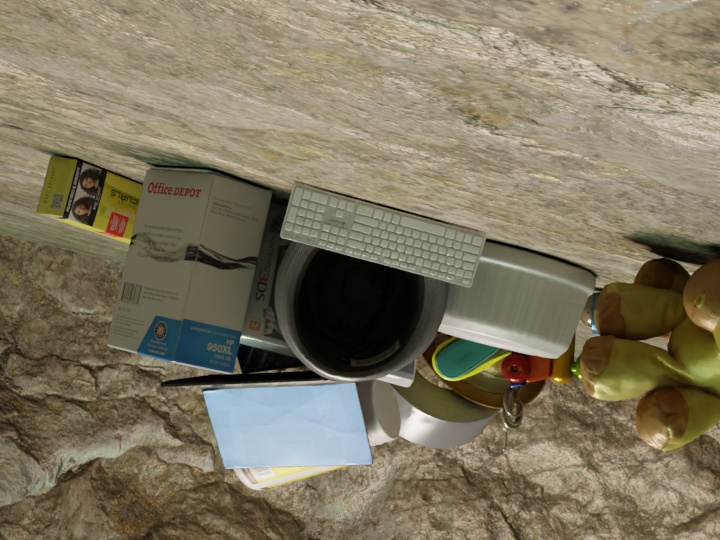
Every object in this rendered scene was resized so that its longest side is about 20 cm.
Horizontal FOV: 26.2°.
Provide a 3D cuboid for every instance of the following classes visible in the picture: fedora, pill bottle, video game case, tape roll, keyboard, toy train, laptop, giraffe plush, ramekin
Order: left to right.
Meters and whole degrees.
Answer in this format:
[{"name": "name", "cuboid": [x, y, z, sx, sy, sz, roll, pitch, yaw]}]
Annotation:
[{"name": "laptop", "cuboid": [-0.099, 0.172, 1.728, 0.185, 0.117, 0.200, -4, 178, 14]}, {"name": "pill bottle", "cuboid": [-0.056, 0.190, 1.862, 0.199, 0.110, 0.109, -18, 163, 21]}, {"name": "video game case", "cuboid": [-0.028, 0.024, 1.700, 0.198, 0.183, 0.023, 15, 144, -10]}, {"name": "fedora", "cuboid": [0.000, 0.013, 1.603, 0.175, 0.202, 0.090, 8, -159, -4]}, {"name": "keyboard", "cuboid": [0.023, -0.035, 1.531, 0.198, 0.057, 0.011, 15, -160, -6]}, {"name": "tape roll", "cuboid": [0.095, 0.128, 2.007, 0.199, 0.202, 0.066, 16, 139, -16]}, {"name": "fedora", "cuboid": [0.166, 0.078, 1.981, 0.199, 0.202, 0.082, 16, 139, -16]}, {"name": "ramekin", "cuboid": [0.148, 0.031, 1.668, 0.201, 0.095, 0.202, 14, 176, 1]}, {"name": "toy train", "cuboid": [0.227, 0.115, 1.797, 0.115, 0.202, 0.085, 4, -174, 19]}, {"name": "giraffe plush", "cuboid": [0.303, 0.056, 1.287, 0.199, 0.174, 0.162, 25, 153, -3]}]

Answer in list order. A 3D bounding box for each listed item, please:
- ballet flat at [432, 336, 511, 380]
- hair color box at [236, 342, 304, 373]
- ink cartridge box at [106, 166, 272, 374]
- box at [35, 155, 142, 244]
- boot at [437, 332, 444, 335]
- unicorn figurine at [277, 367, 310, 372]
[{"name": "ballet flat", "cuboid": [0.178, 0.073, 1.886, 0.199, 0.067, 0.067, -27, -179, 11]}, {"name": "hair color box", "cuboid": [-0.047, 0.049, 1.730, 0.198, 0.101, 0.061, -6, 148, -23]}, {"name": "ink cartridge box", "cuboid": [-0.183, -0.002, 1.651, 0.084, 0.202, 0.144, 15, 176, -38]}, {"name": "box", "cuboid": [-0.303, -0.078, 1.893, 0.050, 0.076, 0.200, 11, 173, 35]}, {"name": "boot", "cuboid": [0.013, 0.058, 1.928, 0.187, 0.069, 0.200, -13, -152, -31]}, {"name": "unicorn figurine", "cuboid": [-0.053, 0.116, 1.909, 0.136, 0.075, 0.200, -2, 175, -20]}]
